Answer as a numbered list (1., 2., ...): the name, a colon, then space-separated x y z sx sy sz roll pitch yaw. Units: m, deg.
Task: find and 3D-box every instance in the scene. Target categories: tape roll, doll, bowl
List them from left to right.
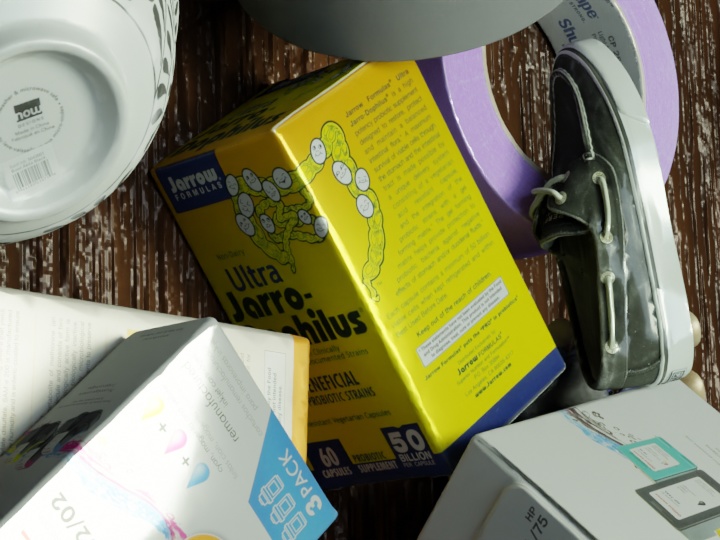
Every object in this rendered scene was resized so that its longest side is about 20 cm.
1. bowl: -0.158 -0.082 0.932 0.199 0.094 0.202 -14 126 -20
2. tape roll: 0.024 -0.196 1.114 0.201 0.199 0.067 -51 147 -35
3. tape roll: 0.099 -0.111 1.256 0.199 0.065 0.202 11 73 -40
4. doll: 0.127 0.089 1.247 0.199 0.048 0.138 -22 113 -41

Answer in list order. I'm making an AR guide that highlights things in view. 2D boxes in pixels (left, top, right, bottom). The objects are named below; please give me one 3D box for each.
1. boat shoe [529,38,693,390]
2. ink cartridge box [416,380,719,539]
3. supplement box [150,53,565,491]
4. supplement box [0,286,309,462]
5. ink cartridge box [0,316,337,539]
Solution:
1. boat shoe: 0.129 -0.033 1.174 0.063 0.071 0.202 -8 73 -18
2. ink cartridge box: 0.133 0.169 1.118 0.146 0.148 0.199 41 29 27
3. supplement box: 0.000 0.000 1.115 0.109 0.108 0.201 -38 106 -39
4. supplement box: -0.123 0.085 1.013 0.199 0.073 0.127 12 75 -39
5. ink cartridge box: -0.113 0.127 0.920 0.200 0.068 0.116 -45 112 -35
